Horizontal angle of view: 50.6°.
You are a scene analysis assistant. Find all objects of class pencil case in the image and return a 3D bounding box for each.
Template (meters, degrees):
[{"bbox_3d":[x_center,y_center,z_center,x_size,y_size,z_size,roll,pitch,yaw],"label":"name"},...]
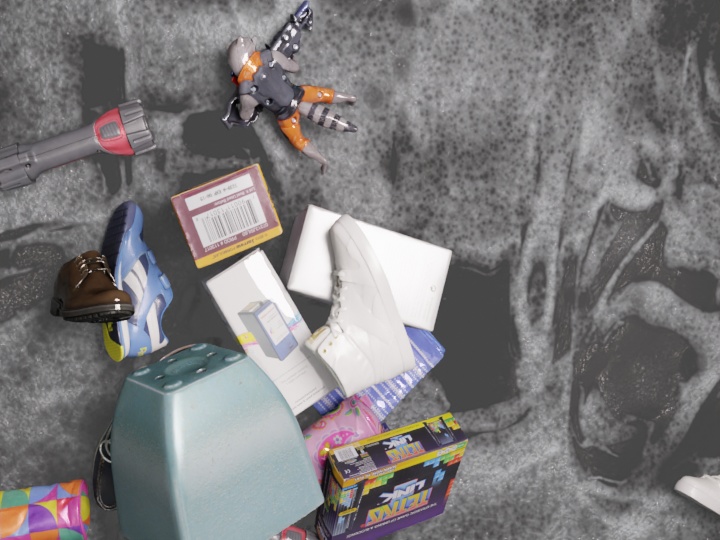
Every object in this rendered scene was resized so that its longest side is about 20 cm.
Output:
[{"bbox_3d":[-0.057,0.256,1.063,0.198,0.087,0.088,-37,103,1],"label":"pencil case"},{"bbox_3d":[-0.452,0.325,0.985,0.194,0.088,0.091,-5,98,-11],"label":"pencil case"}]

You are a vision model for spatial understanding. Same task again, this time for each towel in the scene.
[{"bbox_3d":[0.015,0.143,1.111,0.200,0.024,0.145,-45,103,-5],"label":"towel"}]

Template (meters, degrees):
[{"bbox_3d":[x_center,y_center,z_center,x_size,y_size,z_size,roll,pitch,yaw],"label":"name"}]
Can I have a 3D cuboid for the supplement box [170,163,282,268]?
[{"bbox_3d":[-0.170,-0.071,0.948,0.108,0.200,0.088,-22,100,-10],"label":"supplement box"}]

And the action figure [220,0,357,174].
[{"bbox_3d":[-0.087,-0.253,1.002,0.191,0.104,0.204,28,91,-25],"label":"action figure"}]

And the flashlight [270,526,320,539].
[{"bbox_3d":[-0.151,0.374,1.069,0.196,0.068,0.069,22,78,-11],"label":"flashlight"}]

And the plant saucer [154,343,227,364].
[{"bbox_3d":[-0.231,0.195,1.012,0.197,0.034,0.206,-11,106,-42],"label":"plant saucer"}]

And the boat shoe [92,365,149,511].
[{"bbox_3d":[-0.308,0.231,1.019,0.074,0.062,0.204,24,90,-17],"label":"boat shoe"}]

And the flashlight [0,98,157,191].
[{"bbox_3d":[-0.361,-0.155,0.965,0.195,0.069,0.069,-21,135,-7],"label":"flashlight"}]

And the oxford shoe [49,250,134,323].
[{"bbox_3d":[-0.331,0.019,0.924,0.071,0.197,0.087,4,92,-41],"label":"oxford shoe"}]

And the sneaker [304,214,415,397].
[{"bbox_3d":[-0.020,0.047,0.895,0.113,0.074,0.205,-23,96,-13],"label":"sneaker"}]

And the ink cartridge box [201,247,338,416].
[{"bbox_3d":[-0.123,0.078,0.996,0.086,0.145,0.203,-30,98,-13],"label":"ink cartridge box"}]

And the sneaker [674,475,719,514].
[{"bbox_3d":[0.606,0.345,1.254,0.197,0.073,0.118,25,88,-25],"label":"sneaker"}]

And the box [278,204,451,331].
[{"bbox_3d":[0.000,0.000,1.013,0.195,0.152,0.109,17,86,-11],"label":"box"}]

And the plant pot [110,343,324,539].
[{"bbox_3d":[-0.188,0.205,0.910,0.193,0.194,0.206,-23,108,-38],"label":"plant pot"}]

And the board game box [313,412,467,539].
[{"bbox_3d":[0.040,0.297,1.057,0.195,0.057,0.169,-11,130,-26],"label":"board game box"}]

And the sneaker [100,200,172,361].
[{"bbox_3d":[-0.291,0.013,0.995,0.081,0.073,0.206,0,88,-36],"label":"sneaker"}]
